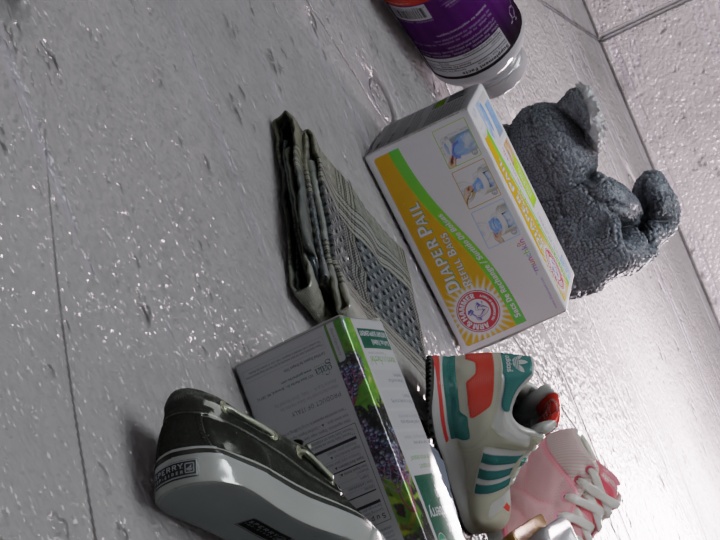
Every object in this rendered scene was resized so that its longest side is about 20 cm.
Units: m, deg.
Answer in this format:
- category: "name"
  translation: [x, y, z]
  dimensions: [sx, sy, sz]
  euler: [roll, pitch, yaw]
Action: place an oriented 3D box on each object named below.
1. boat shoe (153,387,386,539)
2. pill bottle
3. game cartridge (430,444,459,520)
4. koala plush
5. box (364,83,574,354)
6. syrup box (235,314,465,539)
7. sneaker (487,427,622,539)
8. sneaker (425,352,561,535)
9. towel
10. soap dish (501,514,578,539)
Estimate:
- category: "boat shoe"
  translation: [-0.042, 0.121, 1.056]
  dimensions: [0.200, 0.070, 0.064]
  euler: [42, 38, -51]
- category: "pill bottle"
  translation: [0.097, -0.268, 1.965]
  dimensions: [0.200, 0.112, 0.113]
  euler: [50, 23, -43]
- category: "game cartridge"
  translation: [0.035, 0.187, 1.286]
  dimensions: [0.133, 0.040, 0.201]
  euler: [36, 34, -53]
- category: "koala plush"
  translation: [0.217, -0.089, 2.008]
  dimensions: [0.201, 0.176, 0.184]
  euler: [66, 26, -14]
- category: "box"
  translation: [0.100, -0.045, 1.685]
  dimensions: [0.201, 0.101, 0.113]
  euler: [63, 17, -11]
- category: "syrup box"
  translation: [0.003, 0.135, 1.174]
  dimensions: [0.201, 0.081, 0.079]
  euler: [68, 17, 11]
- category: "sneaker"
  translation: [0.159, 0.205, 1.527]
  dimensions: [0.075, 0.104, 0.201]
  euler: [55, 21, -38]
- category: "sneaker"
  translation: [0.108, 0.131, 1.431]
  dimensions: [0.200, 0.093, 0.071]
  euler: [70, 14, -46]
- category: "towel"
  translation: [0.000, 0.000, 1.432]
  dimensions: [0.200, 0.034, 0.193]
  euler: [50, 23, -42]
- category: "soap dish"
  translation: [0.142, 0.282, 1.385]
  dimensions: [0.157, 0.081, 0.201]
  euler: [12, 56, -77]
